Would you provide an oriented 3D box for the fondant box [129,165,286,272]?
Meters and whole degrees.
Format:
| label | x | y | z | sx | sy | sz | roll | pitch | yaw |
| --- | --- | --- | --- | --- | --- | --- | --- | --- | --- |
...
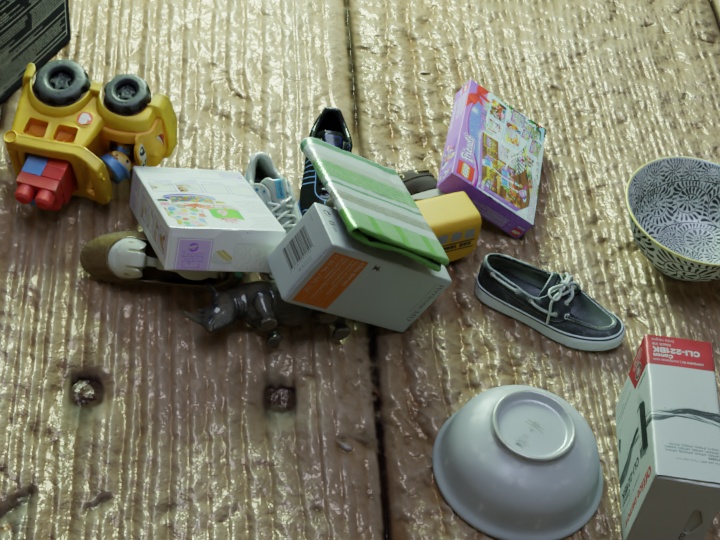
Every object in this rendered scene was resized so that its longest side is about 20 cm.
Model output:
| label | x | y | z | sx | sy | sz | roll | pitch | yaw |
| --- | --- | --- | --- | --- | --- | --- | --- | --- | --- |
| fondant box | -0.190 | -0.064 | 1.682 | 0.143 | 0.059 | 0.200 | 2 | 23 | -23 |

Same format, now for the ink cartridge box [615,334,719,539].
| label | x | y | z | sx | sy | sz | roll | pitch | yaw |
| --- | --- | --- | --- | --- | --- | --- | --- | --- | --- |
| ink cartridge box | 0.345 | 0.196 | 1.545 | 0.083 | 0.145 | 0.201 | 7 | 46 | -2 |

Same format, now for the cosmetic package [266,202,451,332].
| label | x | y | z | sx | sy | sz | roll | pitch | yaw |
| --- | --- | --- | --- | --- | --- | --- | --- | --- | --- |
| cosmetic package | 0.000 | 0.000 | 1.632 | 0.199 | 0.101 | 0.071 | 15 | 38 | -41 |

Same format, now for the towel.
| label | x | y | z | sx | sy | sz | roll | pitch | yaw |
| --- | --- | --- | --- | --- | --- | --- | --- | --- | --- |
| towel | 0.012 | -0.078 | 1.635 | 0.149 | 0.031 | 0.200 | 19 | 27 | -32 |

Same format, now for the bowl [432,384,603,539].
| label | x | y | z | sx | sy | sz | roll | pitch | yaw |
| --- | --- | --- | --- | --- | --- | --- | --- | --- | --- |
| bowl | 0.185 | 0.198 | 1.551 | 0.200 | 0.091 | 0.202 | 5 | 46 | -6 |

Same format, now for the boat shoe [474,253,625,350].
| label | x | y | z | sx | sy | sz | roll | pitch | yaw |
| --- | --- | --- | --- | --- | --- | --- | --- | --- | --- |
| boat shoe | 0.241 | 0.033 | 1.728 | 0.198 | 0.068 | 0.074 | 27 | 49 | 14 |

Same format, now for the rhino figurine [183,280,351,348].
| label | x | y | z | sx | sy | sz | roll | pitch | yaw |
| --- | --- | --- | --- | --- | --- | --- | --- | --- | --- |
| rhino figurine | -0.115 | 0.046 | 1.651 | 0.199 | 0.060 | 0.088 | -4 | 44 | -19 |

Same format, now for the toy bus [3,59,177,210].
| label | x | y | z | sx | sy | sz | roll | pitch | yaw |
| --- | --- | --- | --- | --- | --- | --- | --- | --- | --- |
| toy bus | -0.351 | -0.150 | 1.747 | 0.199 | 0.136 | 0.193 | 11 | 58 | 6 |

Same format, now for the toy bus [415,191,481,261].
| label | x | y | z | sx | sy | sz | roll | pitch | yaw |
| --- | --- | --- | --- | --- | --- | --- | --- | --- | --- |
| toy bus | 0.050 | -0.038 | 1.750 | 0.199 | 0.079 | 0.065 | -14 | 51 | -22 |

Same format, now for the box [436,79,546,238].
| label | x | y | z | sx | sy | sz | roll | pitch | yaw |
| --- | --- | --- | --- | --- | --- | --- | --- | --- | --- |
| box | 0.181 | -0.154 | 1.874 | 0.136 | 0.039 | 0.201 | 31 | 44 | -17 |

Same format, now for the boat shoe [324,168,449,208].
| label | x | y | z | sx | sy | sz | roll | pitch | yaw |
| --- | --- | --- | --- | --- | --- | --- | --- | --- | --- |
| boat shoe | 0.028 | -0.093 | 1.788 | 0.199 | 0.072 | 0.060 | -11 | 57 | -36 |

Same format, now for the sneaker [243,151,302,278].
| label | x | y | z | sx | sy | sz | roll | pitch | yaw |
| --- | --- | --- | --- | --- | --- | --- | --- | --- | --- |
| sneaker | -0.107 | -0.070 | 1.747 | 0.075 | 0.087 | 0.201 | -14 | 53 | -24 |

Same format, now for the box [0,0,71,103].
| label | x | y | z | sx | sy | sz | roll | pitch | yaw |
| --- | --- | --- | --- | --- | --- | --- | --- | --- | --- |
| box | -0.496 | -0.363 | 1.866 | 0.123 | 0.199 | 0.200 | 24 | 47 | 12 |

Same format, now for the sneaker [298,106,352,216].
| label | x | y | z | sx | sy | sz | roll | pitch | yaw |
| --- | --- | --- | --- | --- | --- | --- | --- | --- | --- |
| sneaker | -0.044 | -0.129 | 1.817 | 0.070 | 0.078 | 0.201 | 3 | 47 | -9 |

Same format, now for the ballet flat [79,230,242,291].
| label | x | y | z | sx | sy | sz | roll | pitch | yaw |
| --- | --- | --- | --- | --- | --- | --- | --- | --- | --- |
| ballet flat | -0.240 | -0.008 | 1.668 | 0.199 | 0.072 | 0.068 | 10 | 91 | -6 |

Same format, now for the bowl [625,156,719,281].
| label | x | y | z | sx | sy | sz | roll | pitch | yaw |
| --- | --- | --- | --- | --- | --- | --- | --- | --- | --- |
| bowl | 0.436 | -0.049 | 1.823 | 0.199 | 0.095 | 0.202 | 5 | 47 | -5 |
